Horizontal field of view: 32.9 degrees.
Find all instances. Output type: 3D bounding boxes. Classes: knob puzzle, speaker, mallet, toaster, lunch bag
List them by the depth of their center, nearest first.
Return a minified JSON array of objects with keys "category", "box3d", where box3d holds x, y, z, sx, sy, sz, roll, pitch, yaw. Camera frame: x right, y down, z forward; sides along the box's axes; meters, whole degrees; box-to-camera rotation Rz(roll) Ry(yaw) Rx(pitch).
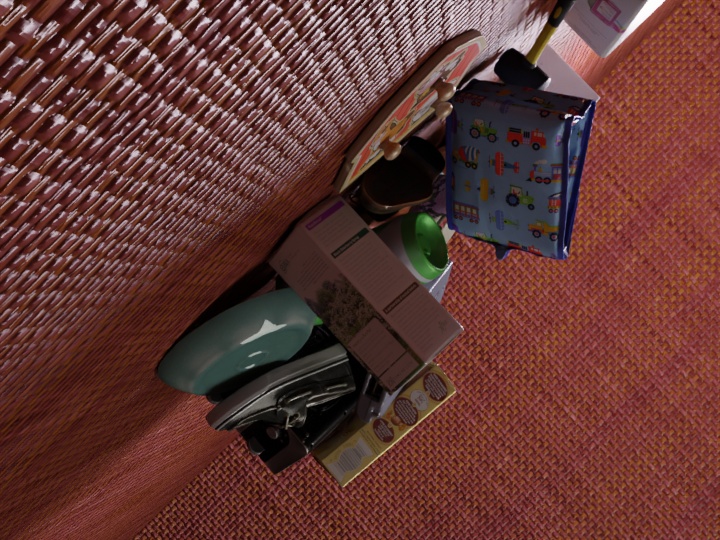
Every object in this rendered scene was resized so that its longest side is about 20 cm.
[{"category":"knob puzzle","box3d":[0.062,-0.161,1.197,0.220,0.030,0.220,-43,175,-5]},{"category":"mallet","box3d":[0.225,-0.272,1.401,0.041,0.066,0.200,-38,172,-39]},{"category":"lunch bag","box3d":[0.175,-0.103,1.403,0.094,0.150,0.201,-36,136,-55]},{"category":"speaker","box3d":[0.000,0.000,1.419,0.199,0.089,0.088,-22,-173,29]},{"category":"toaster","box3d":[-0.096,0.132,1.556,0.119,0.181,0.200,-40,180,44]}]

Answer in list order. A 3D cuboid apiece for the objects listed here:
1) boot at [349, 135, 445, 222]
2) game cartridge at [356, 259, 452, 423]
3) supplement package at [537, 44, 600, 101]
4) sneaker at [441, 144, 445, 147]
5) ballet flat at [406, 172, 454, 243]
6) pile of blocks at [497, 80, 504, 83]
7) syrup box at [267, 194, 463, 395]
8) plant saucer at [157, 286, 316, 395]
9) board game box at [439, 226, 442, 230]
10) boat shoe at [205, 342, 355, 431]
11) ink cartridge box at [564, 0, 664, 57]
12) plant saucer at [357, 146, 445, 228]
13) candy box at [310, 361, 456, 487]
[{"category":"boot","box3d":[0.029,-0.080,1.373,0.097,0.075,0.200,-50,175,29]},{"category":"game cartridge","box3d":[0.056,0.081,1.511,0.133,0.041,0.201,-41,155,-53]},{"category":"supplement package","box3d":[0.231,-0.208,1.752,0.114,0.110,0.200,-41,175,-28]},{"category":"sneaker","box3d":[0.161,-0.161,1.680,0.076,0.092,0.200,-41,174,-27]},{"category":"ballet flat","box3d":[0.086,-0.057,1.600,0.069,0.071,0.200,-26,167,-25]},{"category":"pile of blocks","box3d":[0.167,-0.135,1.499,0.082,0.201,0.062,3,-168,21]},{"category":"syrup box","box3d":[0.004,0.025,1.294,0.081,0.200,0.079,-38,173,-43]},{"category":"plant saucer","box3d":[-0.127,0.087,1.356,0.199,0.036,0.200,-27,162,-9]},{"category":"board game box","box3d":[0.052,0.037,1.571,0.136,0.034,0.200,-53,163,-25]},{"category":"boat shoe","box3d":[-0.084,0.149,1.420,0.199,0.071,0.072,-24,172,-32]},{"category":"ink cartridge box","box3d":[0.337,-0.361,1.466,0.144,0.085,0.200,-43,177,-10]},{"category":"plant saucer","box3d":[0.061,-0.101,1.612,0.200,0.032,0.200,-37,171,-7]},{"category":"candy box","box3d":[0.020,0.192,1.637,0.200,0.055,0.115,-38,-160,-9]}]
